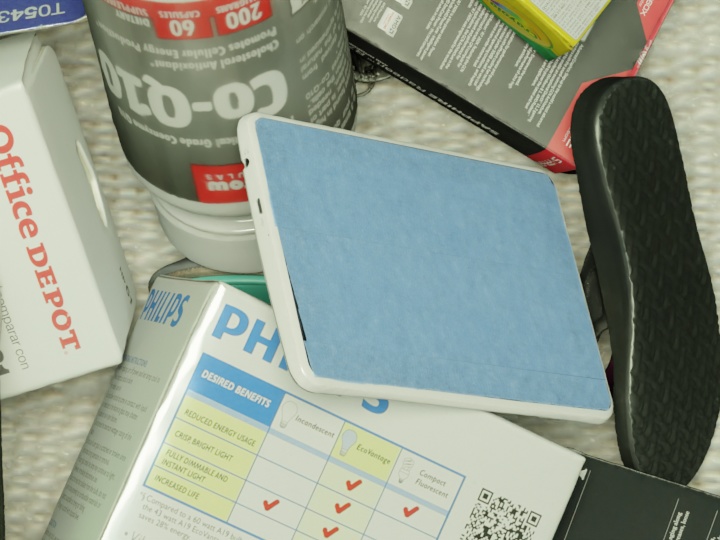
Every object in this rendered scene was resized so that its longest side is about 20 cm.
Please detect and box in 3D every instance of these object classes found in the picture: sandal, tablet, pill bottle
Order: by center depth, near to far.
[{"bbox_3d":[0.031,0.001,1.315,0.014,0.199,0.131,-31,62,38],"label":"tablet"},{"bbox_3d":[-0.061,-0.098,1.329,0.113,0.201,0.114,-5,49,5],"label":"pill bottle"},{"bbox_3d":[0.130,0.007,1.411,0.075,0.048,0.202,-14,99,-42],"label":"sandal"}]

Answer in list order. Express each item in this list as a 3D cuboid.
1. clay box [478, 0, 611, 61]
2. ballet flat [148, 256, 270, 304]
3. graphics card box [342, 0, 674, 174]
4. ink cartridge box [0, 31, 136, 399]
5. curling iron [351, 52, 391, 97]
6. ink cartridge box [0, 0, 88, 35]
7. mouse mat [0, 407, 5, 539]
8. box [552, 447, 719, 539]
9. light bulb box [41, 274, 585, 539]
[{"bbox_3d":[0.052,-0.206,1.365,0.200,0.048,0.115,40,78,-6],"label":"clay box"},{"bbox_3d":[0.000,0.000,1.416,0.199,0.073,0.074,4,85,7],"label":"ballet flat"},{"bbox_3d":[0.046,-0.148,1.412,0.199,0.051,0.126,29,84,-11],"label":"graphics card box"},{"bbox_3d":[-0.219,-0.008,1.370,0.199,0.085,0.145,-17,110,5],"label":"ink cartridge box"},{"bbox_3d":[0.017,-0.184,1.447,0.049,0.026,0.201,17,85,-4],"label":"curling iron"},{"bbox_3d":[-0.225,-0.178,1.384,0.195,0.043,0.201,-9,41,-1],"label":"ink cartridge box"},{"bbox_3d":[-0.221,0.105,1.248,0.160,0.008,0.201,0,87,-35],"label":"mouse mat"},{"bbox_3d":[0.129,0.201,1.351,0.140,0.079,0.201,17,74,18],"label":"box"},{"bbox_3d":[-0.036,0.132,1.344,0.197,0.125,0.201,26,85,-16],"label":"light bulb box"}]
